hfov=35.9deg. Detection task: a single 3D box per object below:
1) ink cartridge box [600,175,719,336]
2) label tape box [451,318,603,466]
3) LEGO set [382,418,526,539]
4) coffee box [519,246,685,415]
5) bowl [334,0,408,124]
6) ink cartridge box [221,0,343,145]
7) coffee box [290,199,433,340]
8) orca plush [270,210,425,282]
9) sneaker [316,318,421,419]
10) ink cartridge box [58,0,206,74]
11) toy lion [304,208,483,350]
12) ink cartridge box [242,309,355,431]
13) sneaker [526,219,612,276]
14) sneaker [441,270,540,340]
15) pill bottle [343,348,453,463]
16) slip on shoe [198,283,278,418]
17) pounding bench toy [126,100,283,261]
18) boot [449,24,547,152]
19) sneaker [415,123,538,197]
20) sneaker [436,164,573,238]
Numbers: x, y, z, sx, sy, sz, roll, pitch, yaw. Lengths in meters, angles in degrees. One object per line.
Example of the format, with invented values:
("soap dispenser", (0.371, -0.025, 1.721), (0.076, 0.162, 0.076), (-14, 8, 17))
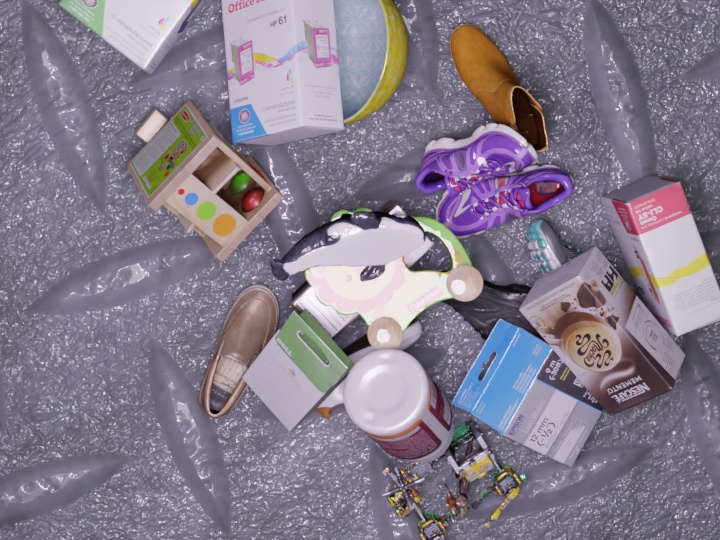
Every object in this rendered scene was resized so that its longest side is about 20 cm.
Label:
("ink cartridge box", (0.422, -0.022, 1.553), (0.083, 0.145, 0.201), (-23, 97, 0))
("label tape box", (0.249, 0.174, 1.578), (0.199, 0.066, 0.144), (27, 95, -28))
("LEGO set", (0.137, 0.313, 1.590), (0.199, 0.116, 0.155), (-25, 97, 0))
("coffee box", (0.328, 0.084, 1.505), (0.200, 0.080, 0.113), (48, 133, -7))
("bowl", (0.001, -0.294, 1.505), (0.107, 0.199, 0.202), (-3, 99, -45))
("ink cartridge box", (-0.105, -0.277, 1.476), (0.084, 0.144, 0.201), (-2, 87, -46))
("coffee box", (0.000, 0.000, 1.549), (0.200, 0.113, 0.080), (-43, 97, 3))
("orca plush", (-0.018, -0.038, 1.433), (0.199, 0.071, 0.105), (-25, 127, 11))
("sneaker", (0.013, 0.142, 1.592), (0.199, 0.073, 0.085), (-31, 100, 12))
("ink cartridge box", (-0.285, -0.390, 1.500), (0.145, 0.088, 0.200), (38, 92, -6))
("toy lion", (0.035, -0.004, 1.468), (0.199, 0.069, 0.192), (-32, 89, 1))
("ink cartridge box", (-0.075, 0.124, 1.493), (0.104, 0.200, 0.059), (48, 50, 7))
("sneaker", (0.315, 0.000, 1.594), (0.091, 0.078, 0.200), (-38, 105, -7))
("sneaker", (0.175, 0.056, 1.588), (0.199, 0.076, 0.091), (14, 102, -3))
("pill bottle", (0.058, 0.187, 1.481), (0.113, 0.200, 0.115), (-7, 65, 15))
("slip on shoe", (-0.174, 0.116, 1.578), (0.076, 0.061, 0.201), (28, 94, -6))
("pounding bench toy", (-0.218, -0.133, 1.523), (0.124, 0.200, 0.156), (-45, 129, 5))
("boot", (0.194, -0.252, 1.514), (0.071, 0.144, 0.202), (-31, 97, 0))
("sneaker", (0.155, -0.137, 1.506), (0.081, 0.199, 0.084), (43, 59, -27))
("sneaker", (0.202, -0.102, 1.555), (0.199, 0.083, 0.081), (-20, 97, 0))
